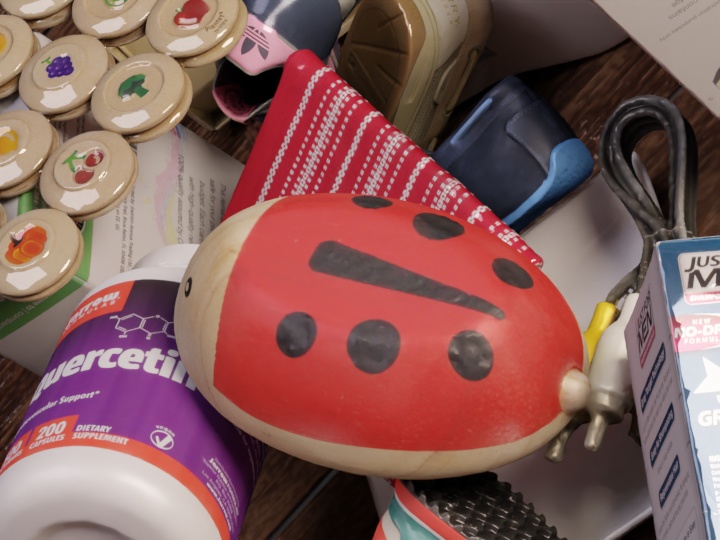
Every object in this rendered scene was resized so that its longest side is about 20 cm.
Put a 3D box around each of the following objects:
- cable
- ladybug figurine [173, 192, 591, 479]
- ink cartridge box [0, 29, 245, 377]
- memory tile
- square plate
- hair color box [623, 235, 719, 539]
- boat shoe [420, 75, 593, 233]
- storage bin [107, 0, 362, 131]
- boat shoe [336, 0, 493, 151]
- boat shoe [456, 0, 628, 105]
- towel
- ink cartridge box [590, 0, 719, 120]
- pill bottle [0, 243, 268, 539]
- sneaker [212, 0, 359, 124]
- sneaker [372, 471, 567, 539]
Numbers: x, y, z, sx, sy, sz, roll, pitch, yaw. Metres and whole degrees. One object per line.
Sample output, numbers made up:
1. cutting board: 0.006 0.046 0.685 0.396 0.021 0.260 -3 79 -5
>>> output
1. cable: 0.134 -0.005 1.288 0.097 0.050 0.201 -15 54 35
2. ladybug figurine: 0.008 0.021 1.255 0.199 0.072 0.136 14 55 19
3. ink cartridge box: -0.126 -0.009 1.498 0.084 0.200 0.145 -31 43 32
4. memory tile: -0.160 -0.078 1.413 0.153 0.017 0.200 17 63 33
5. square plate: 0.088 0.069 1.349 0.198 0.028 0.200 -39 40 19
6. hair color box: 0.155 0.095 1.154 0.060 0.100 0.201 -5 67 -6
7. boat shoe: 0.039 -0.034 1.415 0.200 0.084 0.069 -36 83 39
8. storage bin: -0.079 -0.213 1.606 0.200 0.199 0.094 -36 24 23
9. boat shoe: 0.013 -0.073 1.476 0.072 0.065 0.200 59 144 27
10. boat shoe: 0.078 -0.140 1.491 0.200 0.072 0.069 -28 44 44
11. towel: 0.000 0.000 1.381 0.200 0.022 0.145 44 120 38
12. ink cartridge box: 0.170 -0.141 1.277 0.084 0.200 0.145 -34 42 22
13. pill bottle: -0.099 0.075 1.329 0.112 0.112 0.200 -29 25 29
14. sneaker: -0.051 -0.105 1.510 0.070 0.200 0.082 35 71 11
15. sneaker: 0.071 0.175 1.248 0.200 0.070 0.094 45 123 31
